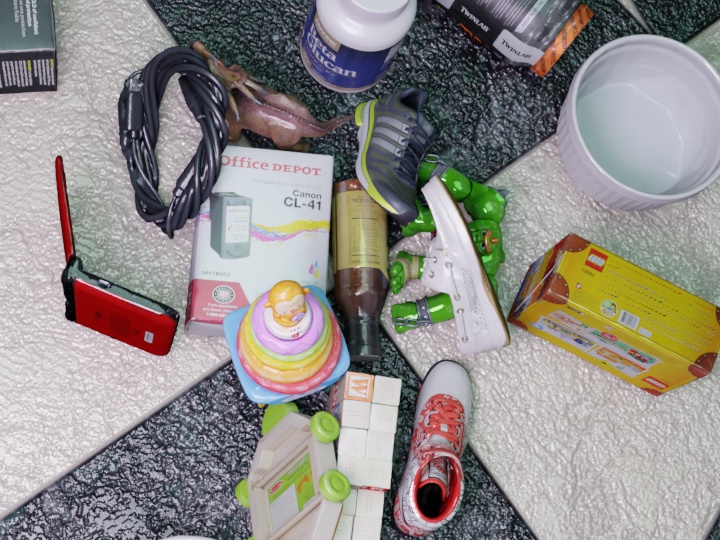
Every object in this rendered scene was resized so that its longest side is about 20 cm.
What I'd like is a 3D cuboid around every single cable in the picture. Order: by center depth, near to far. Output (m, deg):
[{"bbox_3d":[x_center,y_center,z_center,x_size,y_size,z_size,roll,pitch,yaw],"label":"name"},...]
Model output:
[{"bbox_3d":[-0.195,-0.134,1.488,0.051,0.163,0.200,1,85,-47],"label":"cable"}]

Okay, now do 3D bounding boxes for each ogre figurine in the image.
[{"bbox_3d":[0.101,-0.030,1.557,0.120,0.098,0.200,4,59,8],"label":"ogre figurine"}]

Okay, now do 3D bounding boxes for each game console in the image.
[{"bbox_3d":[-0.251,-0.008,1.422,0.172,0.200,0.119,23,74,-5],"label":"game console"}]

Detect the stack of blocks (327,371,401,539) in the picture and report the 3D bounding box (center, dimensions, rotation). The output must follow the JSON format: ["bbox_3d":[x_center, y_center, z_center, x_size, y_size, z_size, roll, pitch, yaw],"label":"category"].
[{"bbox_3d":[-0.007,0.216,1.459,0.058,0.115,0.200,9,75,-8],"label":"stack of blocks"}]

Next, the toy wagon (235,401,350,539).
[{"bbox_3d":[-0.072,0.206,1.432,0.040,0.155,0.200,19,44,-33],"label":"toy wagon"}]

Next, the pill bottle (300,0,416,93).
[{"bbox_3d":[0.000,-0.281,1.540,0.111,0.200,0.111,3,75,-10],"label":"pill bottle"}]

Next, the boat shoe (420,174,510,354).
[{"bbox_3d":[0.096,0.000,1.473,0.069,0.071,0.200,-20,102,8],"label":"boat shoe"}]

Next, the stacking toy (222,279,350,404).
[{"bbox_3d":[-0.070,0.051,1.352,0.116,0.200,0.110,-19,74,-10],"label":"stacking toy"}]

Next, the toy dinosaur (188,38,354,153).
[{"bbox_3d":[-0.102,-0.175,1.528,0.200,0.136,0.086,13,74,-8],"label":"toy dinosaur"}]

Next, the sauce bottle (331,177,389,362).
[{"bbox_3d":[0.000,0.000,1.542,0.066,0.066,0.200,2,78,-11],"label":"sauce bottle"}]

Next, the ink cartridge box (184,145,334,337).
[{"bbox_3d":[-0.109,-0.027,1.516,0.147,0.086,0.200,5,77,-9],"label":"ink cartridge box"}]

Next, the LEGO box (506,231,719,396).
[{"bbox_3d":[0.283,0.053,1.538,0.200,0.149,0.077,27,72,-4],"label":"LEGO box"}]

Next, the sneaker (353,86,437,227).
[{"bbox_3d":[0.043,-0.132,1.528,0.074,0.081,0.200,37,32,-38],"label":"sneaker"}]

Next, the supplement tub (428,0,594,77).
[{"bbox_3d":[0.165,-0.324,1.624,0.200,0.123,0.123,39,72,1],"label":"supplement tub"}]

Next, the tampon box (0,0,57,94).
[{"bbox_3d":[-0.431,-0.276,1.494,0.200,0.126,0.150,-4,77,-13],"label":"tampon box"}]

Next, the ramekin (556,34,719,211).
[{"bbox_3d":[0.323,-0.164,1.623,0.200,0.105,0.201,3,76,-11],"label":"ramekin"}]

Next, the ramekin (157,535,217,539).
[{"bbox_3d":[-0.176,0.369,1.398,0.202,0.094,0.203,3,76,-11],"label":"ramekin"}]

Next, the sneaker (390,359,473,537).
[{"bbox_3d":[0.089,0.185,1.488,0.067,0.108,0.202,19,73,-6],"label":"sneaker"}]
